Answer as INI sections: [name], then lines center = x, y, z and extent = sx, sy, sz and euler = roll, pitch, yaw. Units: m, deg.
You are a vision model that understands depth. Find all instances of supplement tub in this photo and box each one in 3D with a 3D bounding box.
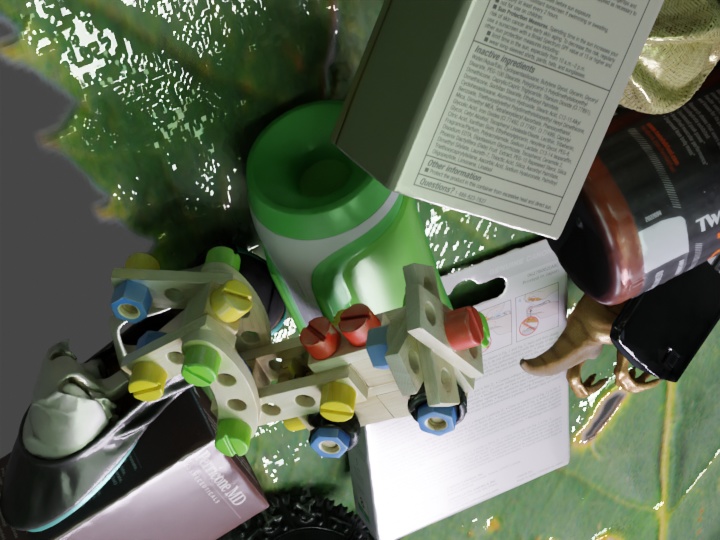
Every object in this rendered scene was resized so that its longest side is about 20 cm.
[supplement tub]
center = 0.208, -0.066, 0.853
extent = 0.199, 0.107, 0.107
euler = -26, 144, -11

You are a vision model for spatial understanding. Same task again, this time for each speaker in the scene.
[speaker]
center = 0.000, 0.000, 0.785
extent = 0.088, 0.089, 0.201
euler = -29, 143, -6

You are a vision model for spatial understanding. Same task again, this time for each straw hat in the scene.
[straw hat]
center = 0.146, -0.129, 0.750
extent = 0.199, 0.085, 0.202
euler = -21, 143, -17

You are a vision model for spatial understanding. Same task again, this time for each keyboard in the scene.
[keyboard]
center = 0.236, -0.017, 0.955
extent = 0.104, 0.040, 0.201
euler = 40, 83, -35

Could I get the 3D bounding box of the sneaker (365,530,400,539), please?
[sneaker]
center = -0.033, 0.273, 1.102
extent = 0.082, 0.073, 0.200
euler = 30, 106, -34

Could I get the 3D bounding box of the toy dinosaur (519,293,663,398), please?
[toy dinosaur]
center = 0.152, 0.041, 0.951
extent = 0.200, 0.060, 0.107
euler = -41, 127, -35

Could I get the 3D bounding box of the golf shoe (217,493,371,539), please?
[golf shoe]
center = -0.085, 0.210, 0.987
extent = 0.198, 0.078, 0.095
euler = -5, 153, -31

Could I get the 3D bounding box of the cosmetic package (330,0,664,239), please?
[cosmetic package]
center = 0.075, -0.126, 0.650
extent = 0.103, 0.073, 0.202
euler = 15, 105, -31

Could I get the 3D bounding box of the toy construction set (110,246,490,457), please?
[toy construction set]
center = -0.016, 0.035, 0.689
extent = 0.198, 0.093, 0.131
euler = -4, 139, 36

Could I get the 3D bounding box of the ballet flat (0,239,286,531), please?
[ballet flat]
center = -0.130, 0.054, 0.772
extent = 0.200, 0.068, 0.069
euler = -42, 135, -6

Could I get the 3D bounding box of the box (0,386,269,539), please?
[box]
center = -0.164, 0.146, 0.839
extent = 0.199, 0.075, 0.100
euler = -34, 144, -3

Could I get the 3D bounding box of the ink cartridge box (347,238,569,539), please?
[ink cartridge box]
center = 0.065, 0.074, 0.972
extent = 0.160, 0.050, 0.202
euler = -19, 123, -19
